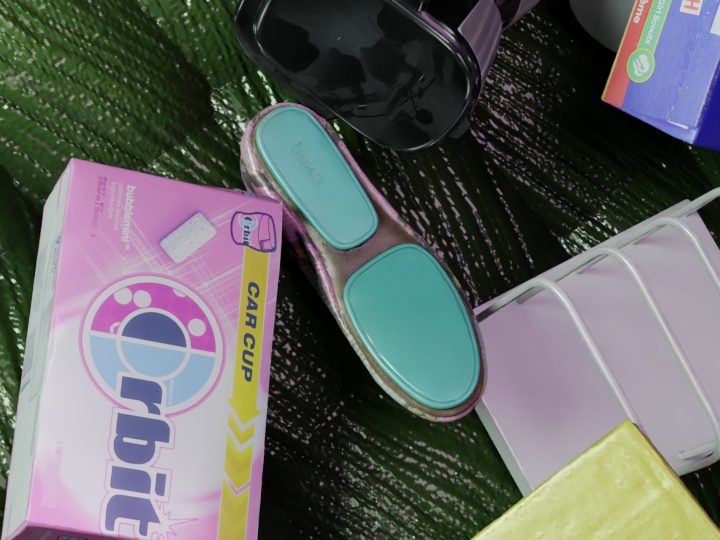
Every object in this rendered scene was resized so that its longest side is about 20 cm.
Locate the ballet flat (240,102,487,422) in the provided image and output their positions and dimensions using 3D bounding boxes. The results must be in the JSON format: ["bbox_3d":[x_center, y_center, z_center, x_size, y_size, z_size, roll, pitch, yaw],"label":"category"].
[{"bbox_3d":[0.000,0.000,0.971,0.069,0.071,0.200,-31,75,-19],"label":"ballet flat"}]

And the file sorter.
[{"bbox_3d":[0.175,0.038,1.009,0.200,0.125,0.139,-26,84,-30],"label":"file sorter"}]

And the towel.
[{"bbox_3d":[0.083,0.168,0.903,0.200,0.018,0.086,-40,76,9],"label":"towel"}]

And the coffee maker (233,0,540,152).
[{"bbox_3d":[0.015,-0.183,1.009,0.192,0.135,0.200,24,45,14],"label":"coffee maker"}]

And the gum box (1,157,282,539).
[{"bbox_3d":[-0.108,0.046,0.911,0.113,0.066,0.200,11,67,-19],"label":"gum box"}]

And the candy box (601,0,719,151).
[{"bbox_3d":[0.247,-0.152,1.055,0.200,0.077,0.169,6,108,-49],"label":"candy box"}]

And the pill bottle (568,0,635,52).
[{"bbox_3d":[0.208,-0.227,1.129,0.111,0.111,0.200,39,61,-7],"label":"pill bottle"}]
